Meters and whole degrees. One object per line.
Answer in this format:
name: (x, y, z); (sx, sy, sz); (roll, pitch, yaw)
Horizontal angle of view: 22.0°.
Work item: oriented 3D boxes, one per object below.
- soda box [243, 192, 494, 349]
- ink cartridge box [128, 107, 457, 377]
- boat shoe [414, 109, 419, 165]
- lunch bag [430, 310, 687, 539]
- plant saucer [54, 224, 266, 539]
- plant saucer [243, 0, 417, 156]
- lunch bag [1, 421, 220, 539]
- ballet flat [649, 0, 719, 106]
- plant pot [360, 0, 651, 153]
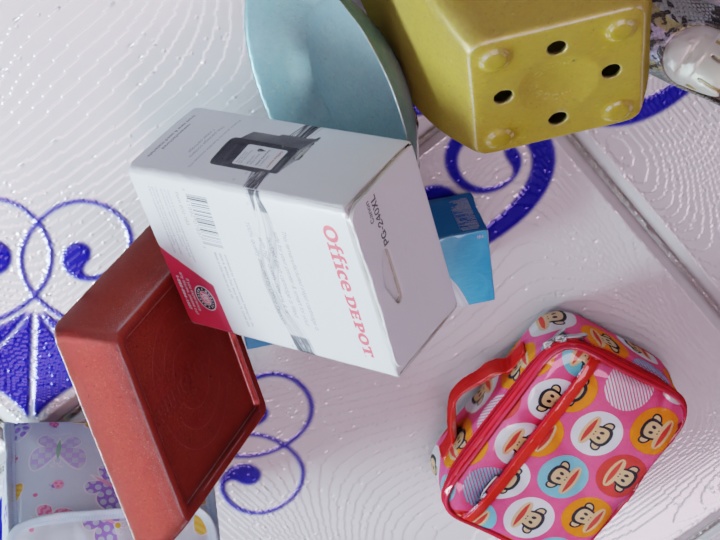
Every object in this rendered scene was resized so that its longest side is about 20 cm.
soda box: (0.000, 0.000, 1.442); (0.200, 0.064, 0.068); (-11, 122, -4)
ink cartridge box: (-0.045, -0.023, 1.284); (0.083, 0.200, 0.145); (-47, 134, -35)
boat shoe: (0.006, -0.035, 1.369); (0.073, 0.063, 0.200); (9, 86, -5)
lunch bag: (0.155, 0.134, 1.549); (0.176, 0.082, 0.200); (27, 111, -20)
plant saucer: (-0.136, 0.080, 1.371); (0.037, 0.200, 0.200); (-6, 115, 25)
plant saucer: (-0.012, -0.127, 1.301); (0.039, 0.201, 0.201); (-27, 126, -25)
lunch bag: (-0.194, 0.215, 1.445); (0.170, 0.200, 0.127); (0, 135, -9)
ballet flat: (0.285, -0.153, 1.404); (0.200, 0.072, 0.072); (20, 115, -21)
plant pot: (0.106, -0.195, 1.230); (0.195, 0.200, 0.194); (-14, 147, -3)
